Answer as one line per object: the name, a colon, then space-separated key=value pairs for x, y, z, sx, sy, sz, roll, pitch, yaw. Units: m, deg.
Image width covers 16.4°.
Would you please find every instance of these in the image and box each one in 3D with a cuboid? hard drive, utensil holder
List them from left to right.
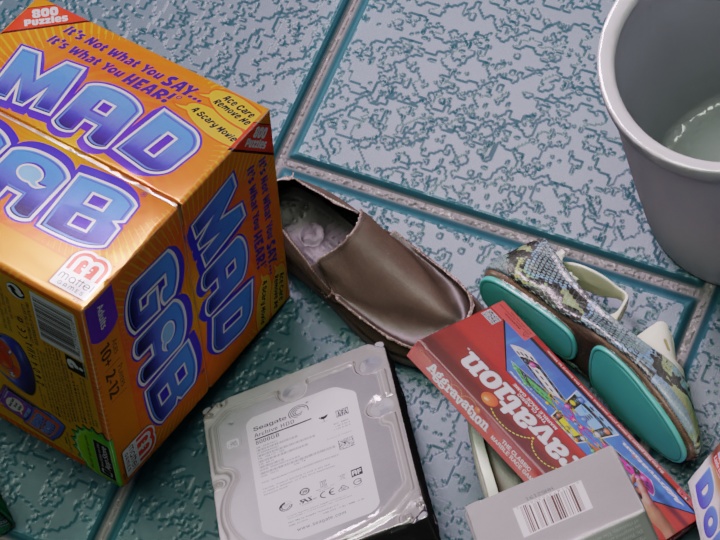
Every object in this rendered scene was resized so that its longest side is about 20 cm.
hard drive: x=-0.029 y=0.135 z=1.654 sx=0.139 sy=0.038 sz=0.200 roll=-21 pitch=32 yaw=5
utensil holder: x=0.253 y=-0.098 z=1.651 sx=0.169 sy=0.200 sz=0.171 roll=-5 pitch=66 yaw=11

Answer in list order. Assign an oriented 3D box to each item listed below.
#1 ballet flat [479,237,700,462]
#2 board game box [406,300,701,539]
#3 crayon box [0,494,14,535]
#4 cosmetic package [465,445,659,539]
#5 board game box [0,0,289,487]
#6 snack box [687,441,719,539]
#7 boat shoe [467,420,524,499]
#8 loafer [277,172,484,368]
ballet flat: x=0.170 y=0.045 z=1.685 sx=0.074 sy=0.074 sz=0.200 roll=-44 pitch=68 yaw=-8
board game box: x=0.128 y=0.108 z=1.635 sx=0.200 sy=0.103 sz=0.019 roll=47 pitch=127 yaw=16
crayon box: x=-0.359 y=0.174 z=1.757 sx=0.200 sy=0.058 sz=0.119 roll=-30 pitch=63 yaw=-1
cosmetic package: x=0.152 y=0.222 z=1.532 sx=0.107 sy=0.200 sz=0.090 roll=-23 pitch=28 yaw=1
board game box: x=-0.190 y=-0.020 z=1.697 sx=0.199 sy=0.200 sz=0.200 roll=27 pitch=58 yaw=23
snack box: x=0.247 y=0.192 z=1.562 sx=0.024 sy=0.072 sz=0.200 roll=13 pitch=44 yaw=-19
boat shoe: x=0.120 y=0.170 z=1.637 sx=0.060 sy=0.072 sz=0.202 roll=-20 pitch=70 yaw=5
loafer: x=0.000 y=0.000 z=1.740 sx=0.200 sy=0.071 sz=0.073 roll=31 pitch=77 yaw=24
